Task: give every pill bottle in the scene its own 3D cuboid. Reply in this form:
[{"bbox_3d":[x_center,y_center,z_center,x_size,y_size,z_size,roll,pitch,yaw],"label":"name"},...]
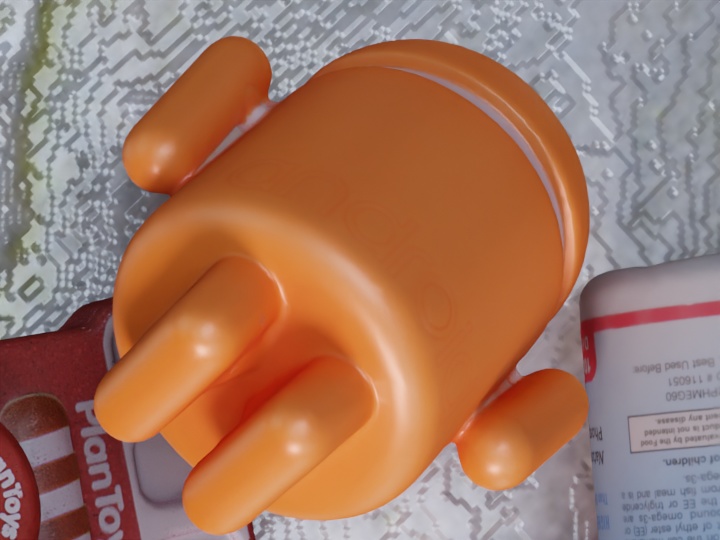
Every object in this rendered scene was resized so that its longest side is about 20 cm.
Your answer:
[{"bbox_3d":[0.134,0.097,0.851,0.108,0.109,0.201,-2,84,-14],"label":"pill bottle"}]

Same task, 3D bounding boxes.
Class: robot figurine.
[{"bbox_3d":[0.001,0.002,0.806,0.143,0.117,0.200,16,37,24],"label":"robot figurine"}]

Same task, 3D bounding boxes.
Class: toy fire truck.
[{"bbox_3d":[-0.098,0.113,0.800,0.168,0.112,0.201,-10,85,-35],"label":"toy fire truck"}]
